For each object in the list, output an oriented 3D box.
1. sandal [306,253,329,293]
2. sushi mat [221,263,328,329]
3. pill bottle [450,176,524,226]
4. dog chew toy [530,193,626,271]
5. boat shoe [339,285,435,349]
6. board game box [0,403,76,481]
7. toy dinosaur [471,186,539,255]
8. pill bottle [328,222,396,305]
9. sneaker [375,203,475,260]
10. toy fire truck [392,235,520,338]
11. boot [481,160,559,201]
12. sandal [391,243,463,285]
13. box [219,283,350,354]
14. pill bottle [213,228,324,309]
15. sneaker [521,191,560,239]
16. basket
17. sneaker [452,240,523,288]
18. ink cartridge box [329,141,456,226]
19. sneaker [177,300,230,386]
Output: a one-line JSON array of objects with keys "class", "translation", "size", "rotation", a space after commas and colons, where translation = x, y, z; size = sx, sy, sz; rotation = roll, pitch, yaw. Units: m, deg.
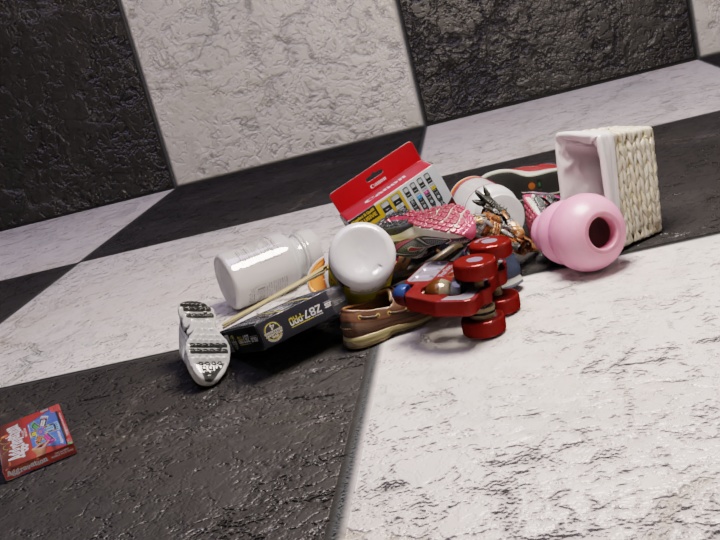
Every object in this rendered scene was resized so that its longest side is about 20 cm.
[{"class": "sandal", "translation": [-0.007, -0.015, 1.764], "size": [0.205, 0.080, 0.059], "rotation": [-19, -13, 7]}, {"class": "sushi mat", "translation": [-0.140, 0.043, 1.619], "size": [0.199, 0.012, 0.096], "rotation": [-29, 1, 6]}, {"class": "pill bottle", "translation": [0.246, -0.119, 1.880], "size": [0.109, 0.111, 0.200], "rotation": [-17, 15, -6]}, {"class": "dog chew toy", "translation": [0.347, -0.062, 1.583], "size": [0.123, 0.126, 0.200], "rotation": [-19, 7, -15]}, {"class": "boat shoe", "translation": [0.057, 0.058, 1.518], "size": [0.199, 0.068, 0.072], "rotation": [-22, 16, -23]}, {"class": "board game box", "translation": [-0.490, 0.254, 1.446], "size": [0.102, 0.020, 0.200], "rotation": [-22, 17, -19]}, {"class": "toy dinosaur", "translation": [0.235, -0.059, 1.653], "size": [0.102, 0.200, 0.136], "rotation": [-46, 43, -3]}, {"class": "pill bottle", "translation": [0.000, 0.000, 1.593], "size": [0.108, 0.110, 0.200], "rotation": [-17, -15, -6]}, {"class": "sneaker", "translation": [0.113, -0.060, 1.589], "size": [0.199, 0.075, 0.080], "rotation": [0, 31, 49]}, {"class": "toy fire truck", "translation": [0.142, 0.026, 1.449], "size": [0.166, 0.113, 0.200], "rotation": [-4, 18, 26]}, {"class": "boot", "translation": [0.365, -0.205, 2.155], "size": [0.198, 0.073, 0.144], "rotation": [-4, 17, 9]}, {"class": "sandal", "translation": [0.086, -0.014, 1.703], "size": [0.199, 0.055, 0.082], "rotation": [-22, 0, 29]}, {"class": "box", "translation": [-0.127, 0.081, 1.563], "size": [0.160, 0.049, 0.200], "rotation": [-27, 4, -26]}, {"class": "pill bottle", "translation": [-0.177, -0.009, 1.892], "size": [0.199, 0.115, 0.114], "rotation": [-22, 16, -23]}, {"class": "sneaker", "translation": [0.347, -0.113, 1.820], "size": [0.074, 0.081, 0.200], "rotation": [-10, 16, 11]}, {"class": "basket", "translation": [0.427, -0.148, 1.650], "size": [0.122, 0.202, 0.135], "rotation": [-16, 14, -21]}, {"class": "sneaker", "translation": [0.183, -0.011, 1.610], "size": [0.199, 0.083, 0.070], "rotation": [-4, 18, 45]}, {"class": "ink cartridge box", "translation": [0.068, -0.118, 1.835], "size": [0.199, 0.176, 0.084], "rotation": [-34, 17, -4]}, {"class": "sneaker", "translation": [-0.260, 0.132, 1.571], "size": [0.074, 0.082, 0.200], "rotation": [7, 27, -21]}]
